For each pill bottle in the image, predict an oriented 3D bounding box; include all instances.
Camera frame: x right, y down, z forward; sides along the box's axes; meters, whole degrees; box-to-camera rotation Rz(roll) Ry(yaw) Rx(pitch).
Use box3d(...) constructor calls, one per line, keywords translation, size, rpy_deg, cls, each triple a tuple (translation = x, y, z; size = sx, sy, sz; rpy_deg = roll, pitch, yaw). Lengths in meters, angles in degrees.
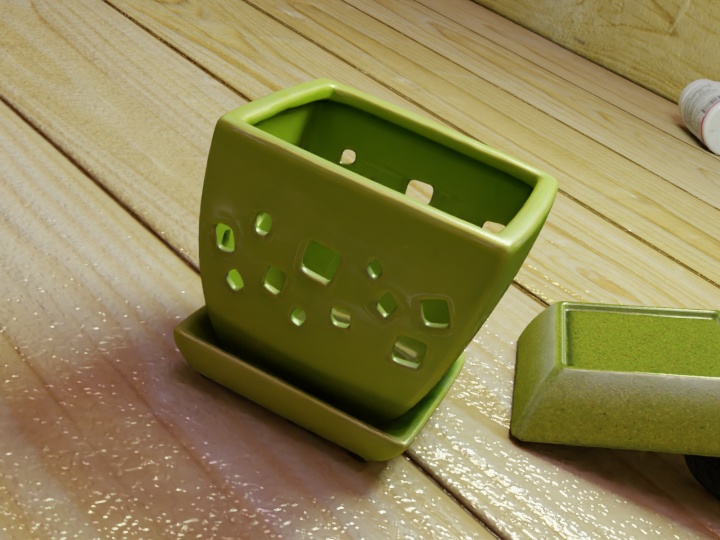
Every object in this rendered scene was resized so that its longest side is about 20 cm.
box3d(translation=(0.698, -0.305, 2.217), size=(0.112, 0.114, 0.200), rpy_deg=(17, 22, -9), cls="pill bottle")

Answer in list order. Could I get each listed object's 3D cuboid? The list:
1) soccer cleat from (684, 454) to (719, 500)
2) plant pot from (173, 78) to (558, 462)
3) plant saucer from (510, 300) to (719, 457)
box3d(translation=(0.340, 0.168, 0.852), size=(0.198, 0.069, 0.073), rpy_deg=(17, -9, 13), cls="soccer cleat")
box3d(translation=(0.000, 0.000, 0.759), size=(0.198, 0.183, 0.200), rpy_deg=(25, 21, 10), cls="plant pot")
box3d(translation=(0.221, 0.074, 0.883), size=(0.198, 0.048, 0.200), rpy_deg=(3, 20, 9), cls="plant saucer")
